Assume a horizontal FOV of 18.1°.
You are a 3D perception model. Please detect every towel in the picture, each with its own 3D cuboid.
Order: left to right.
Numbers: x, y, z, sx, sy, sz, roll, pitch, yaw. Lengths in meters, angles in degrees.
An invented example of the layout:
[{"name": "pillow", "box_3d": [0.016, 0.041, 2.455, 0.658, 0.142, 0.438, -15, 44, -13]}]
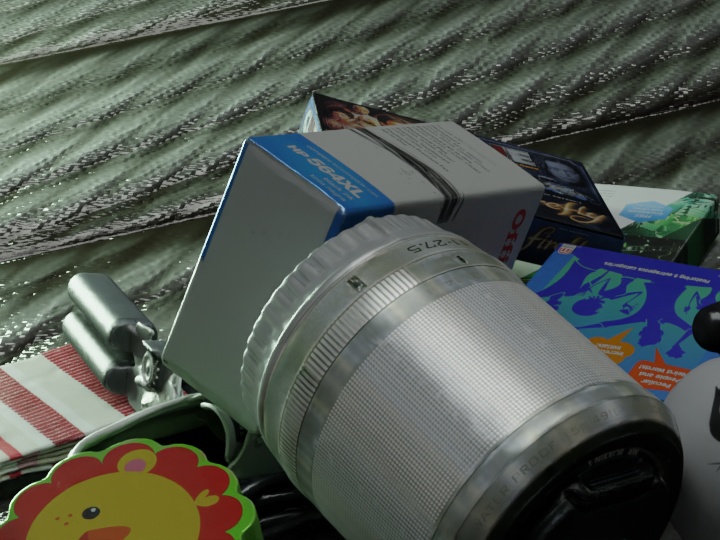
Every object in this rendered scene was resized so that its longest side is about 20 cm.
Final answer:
[{"name": "towel", "box_3d": [-0.200, 0.088, 1.423, 0.199, 0.023, 0.144, -17, 25, -27]}]

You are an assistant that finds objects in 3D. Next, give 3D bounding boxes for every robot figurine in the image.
[{"name": "robot figurine", "box_3d": [0.250, 0.087, 1.197, 0.199, 0.125, 0.150, -16, 27, -23]}]

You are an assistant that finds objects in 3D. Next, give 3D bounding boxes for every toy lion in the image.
[{"name": "toy lion", "box_3d": [-0.138, 0.166, 1.125, 0.191, 0.069, 0.200, -16, 37, -6]}]

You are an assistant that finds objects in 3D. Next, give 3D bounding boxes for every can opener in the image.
[{"name": "can opener", "box_3d": [-0.130, 0.052, 1.409, 0.067, 0.054, 0.200, 3, 15, -23]}]

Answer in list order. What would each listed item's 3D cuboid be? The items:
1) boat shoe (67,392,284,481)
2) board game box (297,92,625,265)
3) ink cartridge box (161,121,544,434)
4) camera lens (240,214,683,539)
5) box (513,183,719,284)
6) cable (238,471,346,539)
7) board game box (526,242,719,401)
[{"name": "boat shoe", "box_3d": [-0.076, 0.101, 1.281, 0.199, 0.065, 0.074, -19, 63, -26]}, {"name": "board game box", "box_3d": [0.063, -0.056, 1.490, 0.199, 0.035, 0.136, 13, 22, -14]}, {"name": "ink cartridge box", "box_3d": [0.000, 0.000, 1.292, 0.084, 0.146, 0.200, 35, 26, 30]}, {"name": "camera lens", "box_3d": [0.053, 0.085, 1.157, 0.160, 0.160, 0.200, -22, 47, -31]}, {"name": "box", "box_3d": [0.147, -0.005, 1.529, 0.144, 0.036, 0.200, 5, 28, 23]}, {"name": "cable", "box_3d": [-0.066, 0.167, 1.184, 0.199, 0.051, 0.163, -10, 25, -11]}, {"name": "board game box", "box_3d": [0.141, 0.065, 1.328, 0.152, 0.045, 0.200, 10, 40, 31]}]
